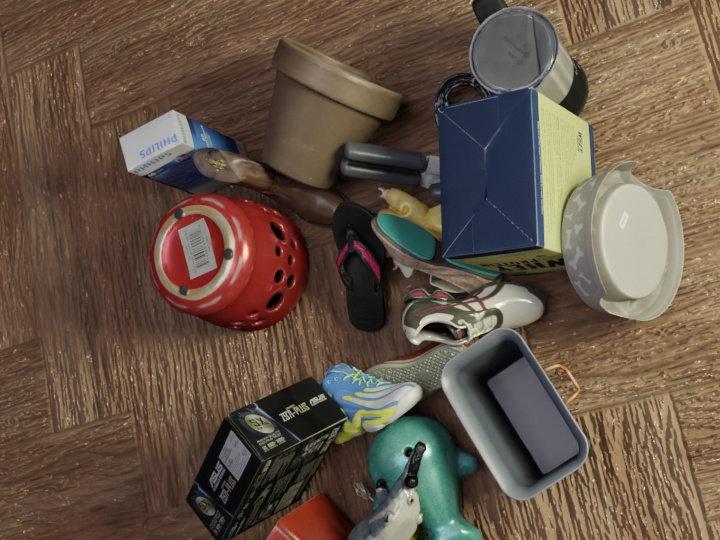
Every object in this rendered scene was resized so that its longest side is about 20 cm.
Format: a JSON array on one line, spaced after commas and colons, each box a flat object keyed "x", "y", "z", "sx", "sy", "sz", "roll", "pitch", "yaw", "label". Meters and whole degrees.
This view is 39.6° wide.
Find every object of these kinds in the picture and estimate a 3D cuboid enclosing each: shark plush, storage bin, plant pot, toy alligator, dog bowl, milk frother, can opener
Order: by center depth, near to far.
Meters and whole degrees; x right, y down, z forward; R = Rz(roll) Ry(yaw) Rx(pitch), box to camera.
[{"x": 0.329, "y": -0.035, "z": 1.262, "sx": 0.059, "sy": 0.200, "sz": 0.201, "roll": -6, "pitch": 79, "yaw": 49, "label": "dog bowl"}, {"x": 0.031, "y": 0.307, "z": 1.302, "sx": 0.083, "sy": 0.091, "sz": 0.201, "roll": 52, "pitch": 138, "yaw": 50, "label": "shark plush"}, {"x": 0.221, "y": 0.180, "z": 1.305, "sx": 0.145, "sy": 0.134, "sz": 0.200, "roll": -37, "pitch": 71, "yaw": 15, "label": "storage bin"}, {"x": 0.182, "y": -0.253, "z": 1.356, "sx": 0.200, "sy": 0.188, "sz": 0.181, "roll": -49, "pitch": 66, "yaw": 11, "label": "milk frother"}, {"x": -0.061, "y": 0.453, "z": 1.370, "sx": 0.176, "sy": 0.200, "sz": 0.200, "roll": 33, "pitch": 97, "yaw": 14, "label": "plant pot"}, {"x": 0.068, "y": 0.363, "z": 1.396, "sx": 0.054, "sy": 0.059, "sz": 0.200, "roll": -26, "pitch": 62, "yaw": -26, "label": "toy alligator"}, {"x": 0.073, "y": -0.135, "z": 1.409, "sx": 0.199, "sy": 0.067, "sz": 0.053, "roll": 8, "pitch": 125, "yaw": -12, "label": "can opener"}, {"x": -0.060, "y": -0.220, "z": 1.465, "sx": 0.200, "sy": 0.200, "sz": 0.175, "roll": 32, "pitch": 106, "yaw": 25, "label": "plant pot"}, {"x": -0.205, "y": -0.014, "z": 1.502, "sx": 0.200, "sy": 0.182, "sz": 0.201, "roll": -4, "pitch": 81, "yaw": 26, "label": "plant pot"}]

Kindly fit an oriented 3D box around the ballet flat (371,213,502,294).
[{"x": 0.097, "y": -0.011, "z": 1.391, "sx": 0.199, "sy": 0.068, "sz": 0.067, "roll": 25, "pitch": 131, "yaw": -4, "label": "ballet flat"}]

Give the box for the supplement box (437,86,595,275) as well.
[{"x": 0.209, "y": -0.106, "z": 1.305, "sx": 0.134, "sy": 0.200, "sz": 0.201, "roll": -7, "pitch": 80, "yaw": 34, "label": "supplement box"}]

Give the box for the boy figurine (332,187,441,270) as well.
[{"x": 0.059, "y": -0.064, "z": 1.446, "sx": 0.199, "sy": 0.064, "sz": 0.125, "roll": -12, "pitch": 103, "yaw": 21, "label": "boy figurine"}]

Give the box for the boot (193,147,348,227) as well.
[{"x": -0.129, "y": -0.125, "z": 1.469, "sx": 0.186, "sy": 0.200, "sz": 0.064, "roll": 23, "pitch": 92, "yaw": 26, "label": "boot"}]

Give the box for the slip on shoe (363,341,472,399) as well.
[{"x": 0.080, "y": 0.145, "z": 1.419, "sx": 0.200, "sy": 0.061, "sz": 0.074, "roll": -26, "pitch": 94, "yaw": 32, "label": "slip on shoe"}]

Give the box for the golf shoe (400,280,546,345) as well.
[{"x": 0.154, "y": 0.068, "z": 1.356, "sx": 0.199, "sy": 0.088, "sz": 0.077, "roll": -5, "pitch": 124, "yaw": 7, "label": "golf shoe"}]

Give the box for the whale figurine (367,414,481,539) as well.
[{"x": 0.087, "y": 0.289, "z": 1.349, "sx": 0.159, "sy": 0.104, "sz": 0.200, "roll": -25, "pitch": 64, "yaw": -1, "label": "whale figurine"}]

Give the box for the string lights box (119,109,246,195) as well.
[{"x": -0.265, "y": -0.174, "z": 1.539, "sx": 0.103, "sy": 0.200, "sz": 0.059, "roll": -23, "pitch": 74, "yaw": 19, "label": "string lights box"}]

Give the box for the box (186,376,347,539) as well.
[{"x": -0.132, "y": 0.264, "z": 1.397, "sx": 0.086, "sy": 0.164, "sz": 0.200, "roll": 46, "pitch": 131, "yaw": 23, "label": "box"}]

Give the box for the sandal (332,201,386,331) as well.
[{"x": 0.000, "y": 0.000, "z": 1.432, "sx": 0.075, "sy": 0.045, "sz": 0.201, "roll": -1, "pitch": 110, "yaw": 21, "label": "sandal"}]

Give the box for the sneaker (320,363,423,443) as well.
[{"x": -0.002, "y": 0.173, "z": 1.397, "sx": 0.200, "sy": 0.076, "sz": 0.105, "roll": -34, "pitch": 87, "yaw": 44, "label": "sneaker"}]
